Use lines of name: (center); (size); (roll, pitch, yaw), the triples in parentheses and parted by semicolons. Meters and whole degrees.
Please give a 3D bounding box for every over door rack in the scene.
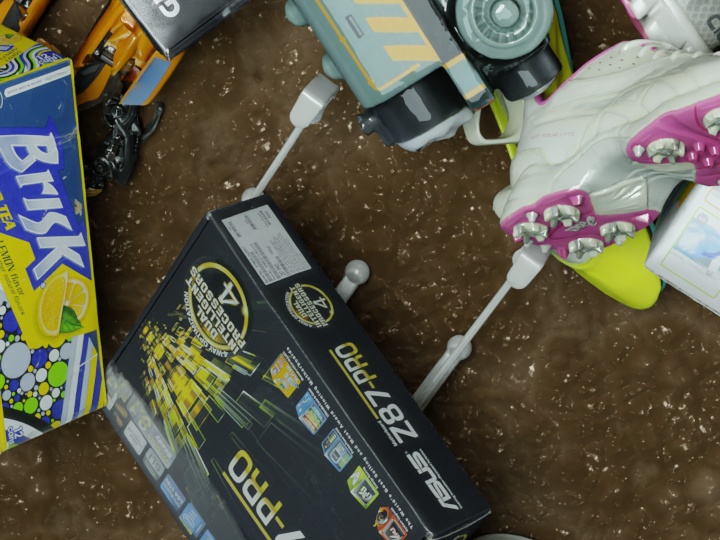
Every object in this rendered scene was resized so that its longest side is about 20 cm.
over door rack: (0.000, 0.000, 1.327); (0.147, 0.067, 0.200); (35, 133, -1)

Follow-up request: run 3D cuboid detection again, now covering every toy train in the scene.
toy train: (0.010, -0.153, 1.206); (0.114, 0.085, 0.200); (-31, 104, 10)

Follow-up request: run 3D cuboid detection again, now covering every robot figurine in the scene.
robot figurine: (-0.158, -0.120, 1.332); (0.145, 0.058, 0.200); (33, 112, -5)

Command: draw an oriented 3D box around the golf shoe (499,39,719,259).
golf shoe: (0.140, -0.077, 1.184); (0.075, 0.092, 0.200); (23, 146, -38)

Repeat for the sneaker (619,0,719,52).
sneaker: (0.138, -0.195, 1.240); (0.087, 0.074, 0.200); (-30, 94, 6)

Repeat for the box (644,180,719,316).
box: (0.234, -0.070, 1.238); (0.101, 0.113, 0.200); (32, 111, 0)

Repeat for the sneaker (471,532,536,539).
sneaker: (0.136, 0.207, 1.348); (0.199, 0.121, 0.084); (17, 111, 6)

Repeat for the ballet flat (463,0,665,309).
ballet flat: (0.088, -0.063, 1.291); (0.067, 0.067, 0.201); (-5, 110, 58)

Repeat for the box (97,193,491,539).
box: (-0.039, 0.088, 1.286); (0.200, 0.049, 0.161); (55, 138, 17)

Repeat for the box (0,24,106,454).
box: (-0.180, -0.016, 1.299); (0.064, 0.070, 0.201); (28, 130, 42)

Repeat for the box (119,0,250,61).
box: (-0.075, -0.239, 1.245); (0.198, 0.050, 0.200); (-37, 99, -3)
